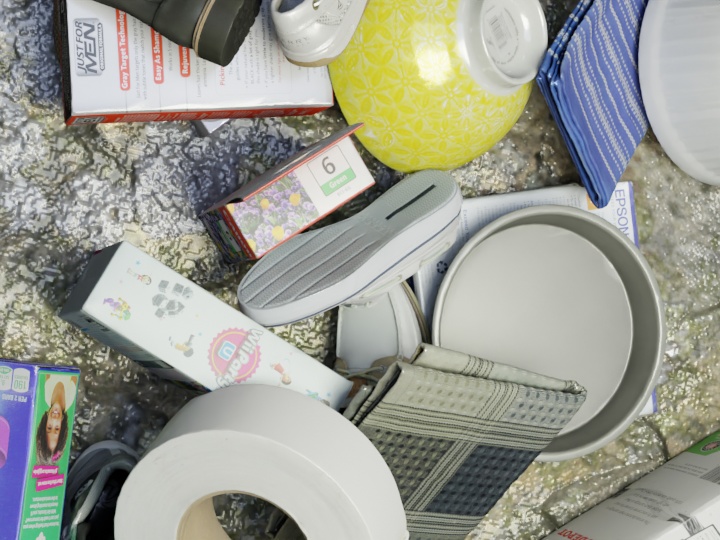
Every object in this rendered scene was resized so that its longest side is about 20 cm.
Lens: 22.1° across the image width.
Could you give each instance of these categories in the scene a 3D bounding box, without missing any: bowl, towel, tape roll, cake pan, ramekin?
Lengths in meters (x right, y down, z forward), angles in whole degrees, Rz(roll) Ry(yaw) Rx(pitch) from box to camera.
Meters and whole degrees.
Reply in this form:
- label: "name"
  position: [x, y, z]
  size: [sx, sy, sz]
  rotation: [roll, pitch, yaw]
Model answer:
- label: "bowl"
  position: [0.078, -0.177, 1.414]
  size: [0.199, 0.107, 0.203]
  rotation: [4, 84, -45]
- label: "towel"
  position: [0.209, -0.166, 1.469]
  size: [0.201, 0.024, 0.145]
  rotation: [-57, 134, -32]
- label: "tape roll"
  position: [-0.070, 0.185, 1.308]
  size: [0.200, 0.071, 0.204]
  rotation: [7, 115, 15]
- label: "cake pan"
  position: [0.146, 0.049, 1.466]
  size: [0.198, 0.037, 0.203]
  rotation: [0, 91, -16]
- label: "towel"
  position: [0.047, 0.138, 1.380]
  size: [0.199, 0.035, 0.193]
  rotation: [11, 127, -40]
- label: "ramekin"
  position: [0.327, -0.170, 1.494]
  size: [0.199, 0.097, 0.203]
  rotation: [-1, 92, -37]

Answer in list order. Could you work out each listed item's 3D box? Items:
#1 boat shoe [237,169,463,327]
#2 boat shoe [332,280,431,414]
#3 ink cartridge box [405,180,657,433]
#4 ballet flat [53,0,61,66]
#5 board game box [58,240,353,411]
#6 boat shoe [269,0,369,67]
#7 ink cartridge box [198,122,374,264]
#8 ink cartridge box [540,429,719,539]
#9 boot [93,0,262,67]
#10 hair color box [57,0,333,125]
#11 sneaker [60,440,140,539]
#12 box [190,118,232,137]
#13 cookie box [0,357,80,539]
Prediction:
- label: "boat shoe"
  position: [0.000, 0.000, 1.397]
  size: [0.199, 0.074, 0.067]
  rotation: [-29, 134, -18]
- label: "boat shoe"
  position: [0.013, 0.092, 1.444]
  size: [0.074, 0.068, 0.202]
  rotation: [-8, 91, 28]
- label: "ink cartridge box"
  position: [0.136, 0.035, 1.504]
  size: [0.198, 0.041, 0.202]
  rotation: [-7, 92, -16]
- label: "ballet flat"
  position: [-0.206, -0.217, 1.415]
  size: [0.067, 0.046, 0.202]
  rotation: [-9, 91, -14]
- label: "board game box"
  position: [-0.119, 0.058, 1.383]
  size: [0.199, 0.147, 0.065]
  rotation: [33, 80, -12]
- label: "boat shoe"
  position: [-0.012, -0.247, 1.350]
  size: [0.070, 0.069, 0.202]
  rotation: [8, 63, 26]
- label: "ink cartridge box"
  position: [-0.051, -0.054, 1.374]
  size: [0.108, 0.200, 0.051]
  rotation: [-33, 96, -12]
- label: "ink cartridge box"
  position: [0.259, 0.215, 1.480]
  size: [0.199, 0.146, 0.085]
  rotation: [-29, 98, -12]
- label: "boot"
  position: [-0.120, -0.257, 1.345]
  size: [0.137, 0.078, 0.201]
  rotation: [22, 57, 6]
- label: "hair color box"
  position: [-0.124, -0.166, 1.388]
  size: [0.198, 0.061, 0.103]
  rotation: [-3, 89, -16]
- label: "sneaker"
  position: [-0.219, 0.220, 1.370]
  size: [0.075, 0.115, 0.202]
  rotation: [27, 83, -13]
- label: "box"
  position: [-0.054, -0.177, 1.458]
  size: [0.199, 0.039, 0.042]
  rotation: [-35, 98, -12]
- label: "cookie box"
  position: [-0.300, 0.161, 1.331]
  size: [0.169, 0.075, 0.202]
  rotation: [5, 87, 20]
